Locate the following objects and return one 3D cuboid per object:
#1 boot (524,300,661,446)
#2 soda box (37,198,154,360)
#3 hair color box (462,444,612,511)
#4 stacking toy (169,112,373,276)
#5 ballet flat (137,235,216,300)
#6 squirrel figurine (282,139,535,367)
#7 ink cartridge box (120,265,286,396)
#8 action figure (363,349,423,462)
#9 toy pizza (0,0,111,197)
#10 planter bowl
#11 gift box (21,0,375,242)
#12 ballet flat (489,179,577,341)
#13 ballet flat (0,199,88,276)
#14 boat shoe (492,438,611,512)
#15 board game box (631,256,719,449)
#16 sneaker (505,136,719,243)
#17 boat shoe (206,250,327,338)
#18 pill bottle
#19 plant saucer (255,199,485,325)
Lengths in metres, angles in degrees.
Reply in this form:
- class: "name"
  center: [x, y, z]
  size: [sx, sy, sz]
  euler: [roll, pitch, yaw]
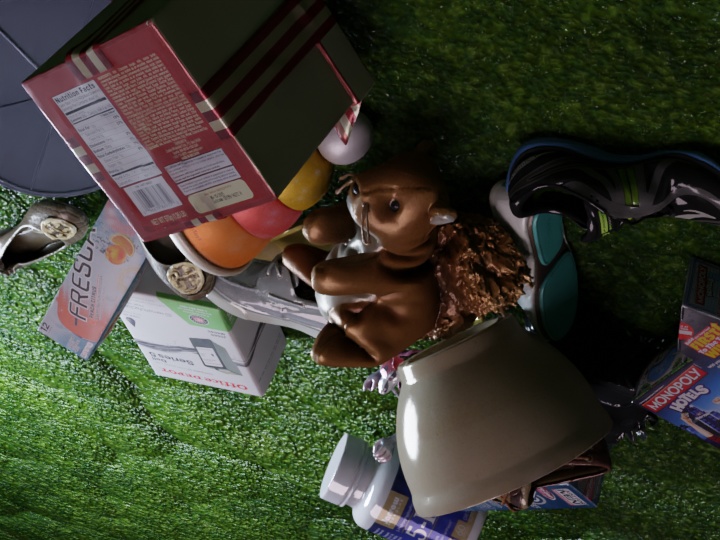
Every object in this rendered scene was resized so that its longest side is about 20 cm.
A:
- class: "boot"
  center: [0.228, 0.107, 1.374]
  size: [0.198, 0.073, 0.162]
  euler: [26, 155, -9]
- class: "soda box"
  center: [-0.255, -0.006, 1.380]
  size: [0.064, 0.068, 0.200]
  euler: [32, 117, -3]
- class: "hair color box"
  center: [0.188, 0.221, 1.554]
  size: [0.200, 0.100, 0.061]
  euler: [-12, 138, 45]
- class: "stacking toy"
  center: [-0.072, -0.089, 1.199]
  size: [0.200, 0.146, 0.146]
  euler: [-20, 134, 27]
- class: "ballet flat"
  center: [-0.196, -0.060, 1.282]
  size: [0.067, 0.046, 0.200]
  euler: [-18, 103, 14]
- class: "squirrel figurine"
  center: [0.048, -0.021, 1.172]
  size: [0.200, 0.142, 0.187]
  euler: [9, 131, -18]
- class: "ink cartridge box"
  center: [-0.182, 0.051, 1.518]
  size: [0.145, 0.084, 0.200]
  euler: [10, 150, 19]
- class: "action figure"
  center: [0.081, 0.138, 1.404]
  size: [0.149, 0.134, 0.200]
  euler: [-24, 137, 10]
- class: "toy pizza"
  center: [-0.257, -0.157, 1.152]
  size: [0.200, 0.200, 0.032]
  euler: [43, -175, -35]
- class: "planter bowl"
  center: [0.114, 0.122, 1.246]
  size: [0.200, 0.200, 0.135]
  euler: [-27, 89, 53]
- class: "gift box"
  center: [-0.114, -0.139, 1.040]
  size: [0.184, 0.187, 0.200]
  euler: [-9, 125, 39]
- class: "ballet flat"
  center: [0.156, -0.014, 1.226]
  size: [0.069, 0.070, 0.200]
  euler: [8, 145, 22]
- class: "ballet flat"
  center: [-0.369, -0.033, 1.518]
  size: [0.067, 0.046, 0.200]
  euler: [36, 147, -27]
- class: "boat shoe"
  center: [0.156, 0.207, 1.365]
  size: [0.200, 0.072, 0.072]
  euler: [-15, 144, 4]
- class: "board game box"
  center: [0.350, 0.080, 1.231]
  size: [0.200, 0.062, 0.200]
  euler: [30, 141, -10]
- class: "sneaker"
  center: [0.213, -0.055, 1.085]
  size: [0.199, 0.083, 0.071]
  euler: [8, 149, 21]
- class: "boat shoe"
  center: [-0.063, 0.015, 1.316]
  size: [0.201, 0.070, 0.072]
  euler: [19, 131, 7]
- class: "pill bottle"
  center: [0.055, 0.290, 1.736]
  size: [0.200, 0.120, 0.120]
  euler: [23, 151, -5]
- class: "plant saucer"
  center: [0.000, 0.000, 1.353]
  size: [0.200, 0.049, 0.200]
  euler: [36, 147, -26]
